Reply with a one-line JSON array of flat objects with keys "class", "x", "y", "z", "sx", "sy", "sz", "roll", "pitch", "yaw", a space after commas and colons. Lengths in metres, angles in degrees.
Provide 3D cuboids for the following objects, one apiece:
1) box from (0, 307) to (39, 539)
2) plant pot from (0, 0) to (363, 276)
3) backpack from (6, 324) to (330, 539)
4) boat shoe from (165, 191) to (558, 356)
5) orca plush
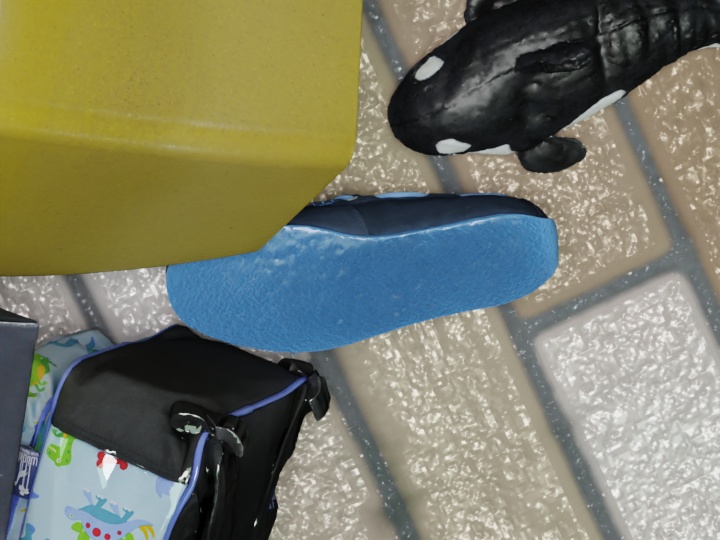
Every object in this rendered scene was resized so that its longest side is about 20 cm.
[{"class": "box", "x": -0.254, "y": 0.099, "z": 1.039, "sx": 0.124, "sy": 0.200, "sz": 0.197, "roll": 5, "pitch": 96, "yaw": -34}, {"class": "plant pot", "x": -0.103, "y": -0.106, "z": 1.055, "sx": 0.176, "sy": 0.200, "sz": 0.200, "roll": 10, "pitch": 67, "yaw": -20}, {"class": "backpack", "x": -0.127, "y": 0.132, "z": 1.127, "sx": 0.147, "sy": 0.183, "sz": 0.200, "roll": 20, "pitch": 103, "yaw": 13}, {"class": "boat shoe", "x": 0.000, "y": 0.000, "z": 1.168, "sx": 0.199, "sy": 0.069, "sz": 0.084, "roll": -1, "pitch": 110, "yaw": -5}, {"class": "orca plush", "x": 0.115, "y": -0.099, "z": 1.154, "sx": 0.199, "sy": 0.071, "sz": 0.105, "roll": -3, "pitch": 101, "yaw": -4}]
